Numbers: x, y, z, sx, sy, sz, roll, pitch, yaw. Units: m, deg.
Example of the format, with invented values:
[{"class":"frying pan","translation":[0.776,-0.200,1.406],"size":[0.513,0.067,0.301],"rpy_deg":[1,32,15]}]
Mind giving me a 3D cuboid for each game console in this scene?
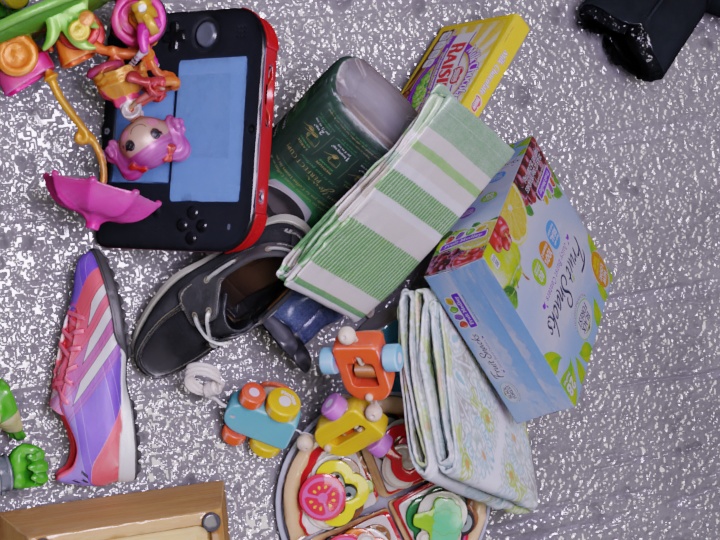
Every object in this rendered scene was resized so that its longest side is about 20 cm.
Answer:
[{"class":"game console","translation":[-0.150,-0.117,1.303],"size":[0.031,0.176,0.202],"rpy_deg":[8,86,-60]}]

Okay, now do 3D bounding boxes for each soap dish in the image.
[{"class":"soap dish","translation":[-0.199,0.272,1.317],"size":[0.198,0.081,0.159],"rpy_deg":[-5,91,-21]}]

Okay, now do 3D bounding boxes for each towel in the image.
[{"class":"towel","translation":[0.093,0.115,1.362],"size":[0.200,0.048,0.173],"rpy_deg":[30,49,-56]},{"class":"towel","translation":[0.031,-0.049,1.270],"size":[0.200,0.023,0.152],"rpy_deg":[-49,150,6]}]

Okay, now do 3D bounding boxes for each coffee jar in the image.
[{"class":"coffee jar","translation":[-0.046,-0.086,1.321],"size":[0.104,0.200,0.086],"rpy_deg":[43,37,-16]}]

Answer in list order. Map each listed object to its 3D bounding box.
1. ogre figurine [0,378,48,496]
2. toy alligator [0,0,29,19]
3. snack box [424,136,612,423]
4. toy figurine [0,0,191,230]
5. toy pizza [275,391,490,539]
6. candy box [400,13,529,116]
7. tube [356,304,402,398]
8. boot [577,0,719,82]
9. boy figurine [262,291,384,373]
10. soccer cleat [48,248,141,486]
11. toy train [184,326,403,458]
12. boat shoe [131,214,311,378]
[{"class":"ogre figurine","translation":[-0.349,0.106,1.258],"size":[0.119,0.098,0.201],"rpy_deg":[-30,111,-29]},{"class":"toy alligator","translation":[-0.289,-0.278,1.307],"size":[0.054,0.059,0.202],"rpy_deg":[29,73,-60]},{"class":"snack box","translation":[0.146,0.006,1.382],"size":[0.169,0.067,0.200],"rpy_deg":[57,35,-21]},{"class":"toy figurine","translation":[-0.206,-0.132,1.271],"size":[0.199,0.150,0.185],"rpy_deg":[-25,96,-5]},{"class":"toy pizza","translation":[0.023,0.210,1.401],"size":[0.198,0.032,0.202],"rpy_deg":[-1,97,-9]},{"class":"candy box","translation":[0.068,-0.145,1.383],"size":[0.026,0.102,0.201],"rpy_deg":[48,60,-32]},{"class":"tube","translation":[0.067,0.127,1.436],"size":[0.077,0.050,0.201],"rpy_deg":[-33,105,-4]},{"class":"boot","translation":[0.323,-0.245,1.510],"size":[0.200,0.076,0.169],"rpy_deg":[37,74,-9]},{"class":"boy figurine","translation":[0.000,0.000,1.382],"size":[0.200,0.064,0.125],"rpy_deg":[-40,145,-6]},{"class":"soccer cleat","translation":[-0.232,0.083,1.317],"size":[0.073,0.068,0.202],"rpy_deg":[-7,94,-15]},{"class":"toy train","translation":[-0.043,0.096,1.333],"size":[0.056,0.198,0.151],"rpy_deg":[-71,147,-45]},{"class":"boat shoe","translation":[-0.122,0.031,1.311],"size":[0.200,0.068,0.072],"rpy_deg":[-37,117,21]}]
